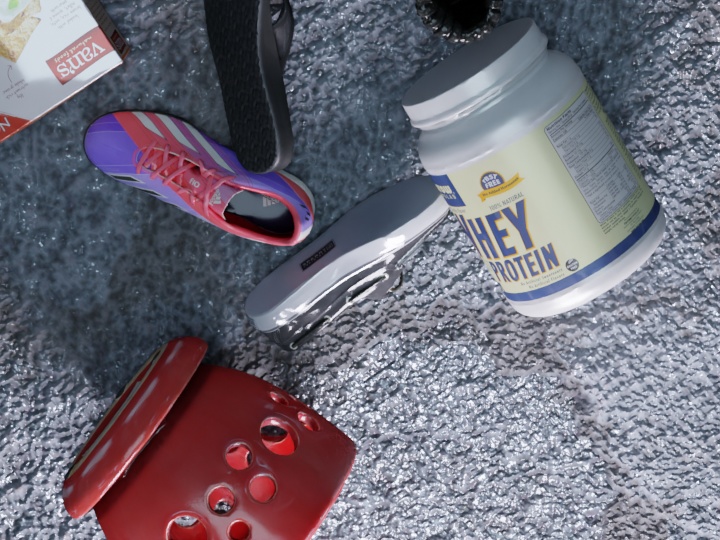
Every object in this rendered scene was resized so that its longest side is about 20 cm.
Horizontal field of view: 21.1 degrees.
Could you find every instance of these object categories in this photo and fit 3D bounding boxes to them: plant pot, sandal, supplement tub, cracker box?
[{"bbox_3d":[-0.129,0.168,1.574,0.182,0.201,0.201,38,103,-8],"label":"plant pot"},{"bbox_3d":[-0.082,-0.179,1.541,0.075,0.048,0.202,4,105,45],"label":"sandal"},{"bbox_3d":[0.135,-0.081,1.527,0.144,0.145,0.201,-31,105,9],"label":"supplement tub"},{"bbox_3d":[-0.292,-0.217,1.527,0.133,0.058,0.201,-32,105,9],"label":"cracker box"}]

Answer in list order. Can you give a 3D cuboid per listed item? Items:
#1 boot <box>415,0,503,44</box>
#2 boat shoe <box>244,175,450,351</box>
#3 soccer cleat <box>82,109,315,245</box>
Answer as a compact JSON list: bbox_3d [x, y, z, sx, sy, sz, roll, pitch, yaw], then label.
[{"bbox_3d":[0.034,-0.275,1.459,0.079,0.158,0.212,-37,104,10],"label":"boot"},{"bbox_3d":[0.000,0.000,1.595,0.199,0.070,0.066,-36,121,7],"label":"boat shoe"},{"bbox_3d":[-0.130,-0.074,1.564,0.199,0.073,0.069,23,106,-7],"label":"soccer cleat"}]
